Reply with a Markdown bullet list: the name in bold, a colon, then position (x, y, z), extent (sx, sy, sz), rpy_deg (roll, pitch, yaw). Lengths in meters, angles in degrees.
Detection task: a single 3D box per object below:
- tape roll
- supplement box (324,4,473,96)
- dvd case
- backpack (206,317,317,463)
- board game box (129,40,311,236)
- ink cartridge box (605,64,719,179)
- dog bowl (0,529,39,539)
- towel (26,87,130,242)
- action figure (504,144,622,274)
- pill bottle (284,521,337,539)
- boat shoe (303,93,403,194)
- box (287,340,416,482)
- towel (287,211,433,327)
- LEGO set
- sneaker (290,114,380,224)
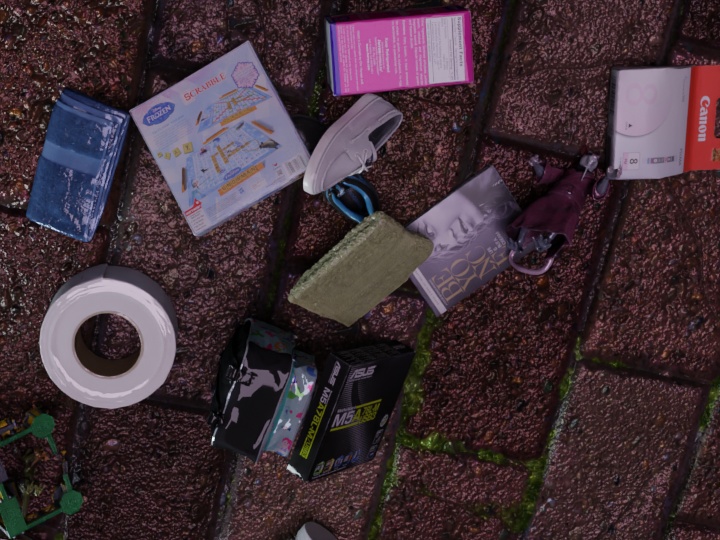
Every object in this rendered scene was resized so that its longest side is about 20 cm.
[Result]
- **tape roll**: position (-0.370, 0.097, 1.737), extent (0.199, 0.071, 0.206), rpy_deg (-2, 108, -5)
- **supplement box**: position (0.052, -0.308, 1.637), extent (0.197, 0.101, 0.105), rpy_deg (-5, 107, -5)
- **dvd case**: position (0.156, -0.044, 1.776), extent (0.199, 0.016, 0.149), rpy_deg (-35, 108, 5)
- **backpack**: position (-0.147, 0.168, 1.716), extent (0.149, 0.200, 0.180), rpy_deg (18, 100, -15)
- **board game box**: position (-0.192, -0.184, 1.649), extent (0.198, 0.041, 0.201), rpy_deg (-28, 88, 4)
- **ink cartridge box**: position (0.466, -0.221, 1.737), extent (0.197, 0.057, 0.165), rpy_deg (-1, 107, -1)
- **dog bowl**: position (-0.566, 0.491, 1.838), extent (0.197, 0.074, 0.203), rpy_deg (-2, 107, -6)
- **towel**: position (-0.402, -0.147, 1.660), extent (0.110, 0.049, 0.202), rpy_deg (20, 106, 1)
- **action figure**: position (0.307, -0.098, 1.725), extent (0.201, 0.133, 0.150), rpy_deg (-51, 149, -24)
- **pill bottle**: position (-0.116, 0.503, 1.870), extent (0.108, 0.109, 0.201), rpy_deg (35, 101, -15)
- **boat shoe**: position (-0.007, -0.170, 1.637), extent (0.068, 0.200, 0.073), rpy_deg (25, 137, 18)
- **box**: position (-0.011, 0.207, 1.754), extent (0.047, 0.199, 0.195), rpy_deg (31, 107, 26)
- **towel**: position (0.000, 0.000, 1.722), extent (0.200, 0.037, 0.148), rpy_deg (-42, 139, 20)
- **LEGO set**: position (-0.519, 0.300, 1.783), extent (0.153, 0.115, 0.202), rpy_deg (-34, 115, -26)
- **sneaker**: position (-0.041, -0.145, 1.689), extent (0.073, 0.082, 0.200), rpy_deg (-44, 105, 10)
